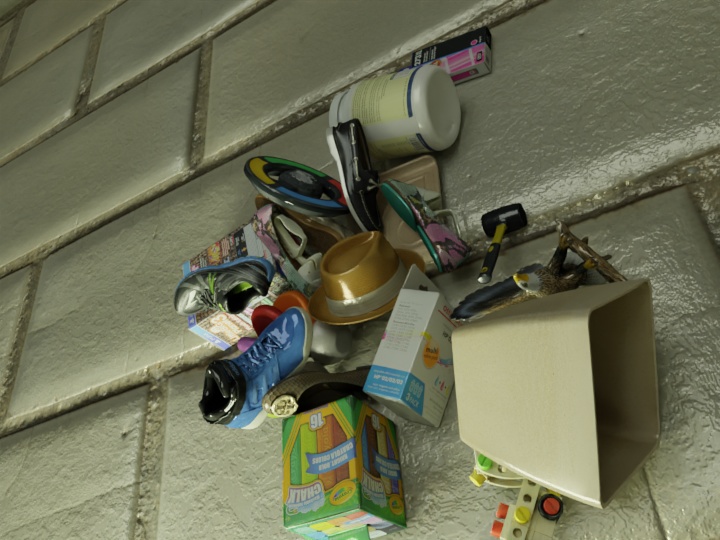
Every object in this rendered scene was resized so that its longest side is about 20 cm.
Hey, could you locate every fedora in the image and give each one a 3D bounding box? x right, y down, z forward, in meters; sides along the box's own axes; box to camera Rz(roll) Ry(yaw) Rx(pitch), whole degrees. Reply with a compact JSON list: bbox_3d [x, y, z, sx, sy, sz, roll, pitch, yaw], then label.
[{"bbox_3d":[0.000,0.000,1.111,0.200,0.082,0.201,-16,28,9],"label":"fedora"}]

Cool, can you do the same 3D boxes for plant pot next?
[{"bbox_3d":[0.215,0.123,0.827,0.177,0.200,0.200,-2,98,38],"label":"plant pot"}]

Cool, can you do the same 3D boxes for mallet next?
[{"bbox_3d":[0.187,-0.036,1.055,0.066,0.041,0.200,-15,24,35],"label":"mallet"}]

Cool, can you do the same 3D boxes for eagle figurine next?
[{"bbox_3d":[0.234,0.037,0.971,0.200,0.151,0.152,-54,13,21],"label":"eagle figurine"}]

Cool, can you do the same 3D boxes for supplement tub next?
[{"bbox_3d":[0.060,-0.271,1.288,0.200,0.145,0.145,-3,60,35],"label":"supplement tub"}]

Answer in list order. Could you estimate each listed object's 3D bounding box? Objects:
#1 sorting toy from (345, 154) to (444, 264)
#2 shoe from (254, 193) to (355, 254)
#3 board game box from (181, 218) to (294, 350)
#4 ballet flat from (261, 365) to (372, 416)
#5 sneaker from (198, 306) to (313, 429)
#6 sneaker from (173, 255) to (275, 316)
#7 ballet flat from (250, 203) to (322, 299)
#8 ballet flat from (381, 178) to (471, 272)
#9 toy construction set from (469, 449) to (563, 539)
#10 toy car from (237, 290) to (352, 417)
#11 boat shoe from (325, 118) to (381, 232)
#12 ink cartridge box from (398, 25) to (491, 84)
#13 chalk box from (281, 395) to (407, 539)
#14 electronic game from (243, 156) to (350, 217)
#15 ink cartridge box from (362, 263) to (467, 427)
[{"bbox_3d":[0.058,-0.082,1.245,0.185,0.036,0.200,-20,56,25],"label":"sorting toy"},{"bbox_3d":[-0.097,-0.084,1.262,0.200,0.070,0.053,30,45,22],"label":"shoe"},{"bbox_3d":[-0.212,0.019,1.327,0.200,0.097,0.160,-31,48,16],"label":"board game box"},{"bbox_3d":[-0.045,0.178,1.053,0.046,0.200,0.067,52,135,41],"label":"ballet flat"},{"bbox_3d":[-0.151,0.134,1.023,0.077,0.111,0.200,41,103,35],"label":"sneaker"},{"bbox_3d":[-0.233,0.036,1.213,0.199,0.071,0.083,-17,47,23],"label":"sneaker"},{"bbox_3d":[-0.106,-0.027,1.226,0.071,0.200,0.069,-37,0,39],"label":"ballet flat"},{"bbox_3d":[0.108,-0.081,1.141,0.071,0.069,0.200,-29,55,-5],"label":"ballet flat"},{"bbox_3d":[0.167,0.292,0.871,0.131,0.092,0.200,17,79,16],"label":"toy construction set"},{"bbox_3d":[-0.125,0.126,1.154,0.175,0.150,0.200,6,65,38],"label":"toy car"},{"bbox_3d":[0.002,-0.158,1.223,0.060,0.074,0.200,-22,78,18],"label":"boat shoe"},{"bbox_3d":[0.149,-0.385,1.376,0.200,0.037,0.095,-14,54,31],"label":"ink cartridge box"},{"bbox_3d":[-0.023,0.294,0.986,0.125,0.124,0.200,-24,50,23],"label":"chalk box"},{"bbox_3d":[-0.101,-0.145,1.243,0.200,0.200,0.042,45,121,45],"label":"electronic game"},{"bbox_3d":[0.091,0.104,1.035,0.068,0.115,0.200,6,66,38],"label":"ink cartridge box"}]
